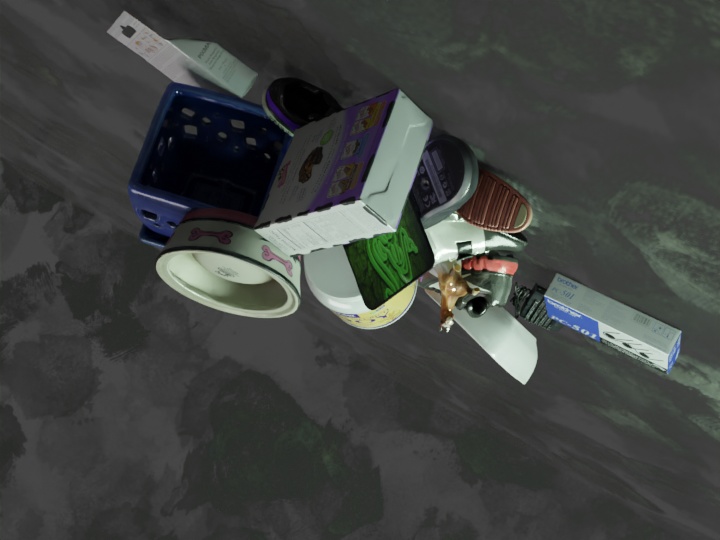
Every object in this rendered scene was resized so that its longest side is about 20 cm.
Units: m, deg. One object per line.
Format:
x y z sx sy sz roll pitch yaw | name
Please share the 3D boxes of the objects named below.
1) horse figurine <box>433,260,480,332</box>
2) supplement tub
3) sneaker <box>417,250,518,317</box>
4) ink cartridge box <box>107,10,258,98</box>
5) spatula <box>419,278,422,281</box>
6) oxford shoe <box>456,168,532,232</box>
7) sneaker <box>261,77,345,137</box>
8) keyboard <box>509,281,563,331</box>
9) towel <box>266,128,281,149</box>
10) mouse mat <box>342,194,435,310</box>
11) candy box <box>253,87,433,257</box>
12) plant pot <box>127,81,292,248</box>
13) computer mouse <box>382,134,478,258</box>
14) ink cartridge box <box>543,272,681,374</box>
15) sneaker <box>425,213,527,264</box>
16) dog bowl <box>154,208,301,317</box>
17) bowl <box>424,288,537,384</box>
0.126 -0.021 1.693 0.133 0.050 0.201 122 134 -72 | horse figurine
0.000 0.000 1.669 0.145 0.146 0.200 28 175 16 | supplement tub
0.153 0.024 1.767 0.200 0.099 0.071 -3 171 45 | sneaker
-0.258 -0.313 1.657 0.200 0.057 0.162 40 166 -17 | ink cartridge box
0.073 -0.073 1.672 0.057 0.020 0.201 -95 -11 -56 | spatula
0.150 -0.098 1.494 0.199 0.071 0.074 29 -170 37 | oxford shoe
-0.041 -0.192 1.544 0.200 0.070 0.099 33 166 -11 | sneaker
0.288 0.070 1.884 0.104 0.040 0.200 29 168 8 | keyboard
-0.101 -0.132 1.775 0.133 0.034 0.201 85 164 -76 | towel
0.019 -0.065 1.513 0.161 0.007 0.201 -38 69 47 | mouse mat
-0.022 -0.117 1.425 0.199 0.169 0.071 -13 139 46 | candy box
-0.209 -0.120 1.637 0.199 0.201 0.180 16 149 -1 | plant pot
0.088 -0.110 1.467 0.052 0.139 0.200 -8 167 -39 | computer mouse
0.370 0.078 1.689 0.199 0.044 0.094 27 166 22 | ink cartridge box
0.129 -0.045 1.579 0.199 0.089 0.074 15 -161 -12 | sneaker
-0.168 -0.012 1.530 0.199 0.074 0.200 12 157 5 | dog bowl
0.216 0.088 1.947 0.200 0.075 0.200 45 -175 32 | bowl
